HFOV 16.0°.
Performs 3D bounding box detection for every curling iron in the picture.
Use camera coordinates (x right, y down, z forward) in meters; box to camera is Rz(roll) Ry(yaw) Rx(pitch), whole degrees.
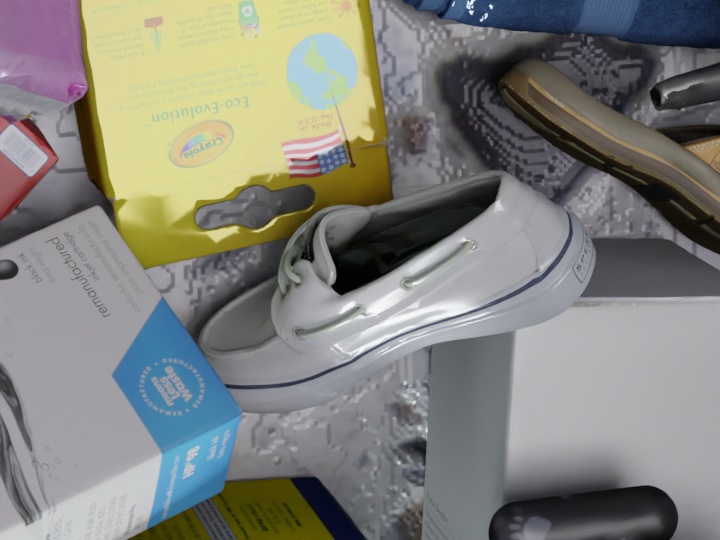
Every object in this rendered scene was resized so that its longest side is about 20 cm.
[{"bbox_3d":[0.214,-0.089,1.134,0.199,0.026,0.050,-11,132,-29],"label":"curling iron"}]

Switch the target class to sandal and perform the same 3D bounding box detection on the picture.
[{"bbox_3d":[0.153,-0.048,1.135,0.200,0.080,0.054,31,85,-15],"label":"sandal"}]

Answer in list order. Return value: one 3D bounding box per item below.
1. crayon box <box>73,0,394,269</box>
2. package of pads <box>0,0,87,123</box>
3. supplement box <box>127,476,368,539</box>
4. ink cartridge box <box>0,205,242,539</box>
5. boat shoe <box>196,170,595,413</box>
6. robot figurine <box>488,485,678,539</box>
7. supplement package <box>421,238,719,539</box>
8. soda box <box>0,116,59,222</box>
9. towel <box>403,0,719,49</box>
[{"bbox_3d":[-0.062,-0.110,1.070,0.126,0.051,0.201,-11,105,-13],"label":"crayon box"},{"bbox_3d":[-0.172,-0.157,0.966,0.120,0.076,0.201,3,77,-38],"label":"package of pads"},{"bbox_3d":[-0.101,0.162,1.092,0.199,0.110,0.109,-4,104,-14],"label":"supplement box"},{"bbox_3d":[-0.162,0.070,1.010,0.199,0.067,0.116,-26,66,-26],"label":"ink cartridge box"},{"bbox_3d":[0.000,0.000,1.059,0.199,0.074,0.067,-21,129,31],"label":"boat shoe"},{"bbox_3d":[0.096,0.181,1.023,0.199,0.125,0.151,-9,129,-11],"label":"robot figurine"},{"bbox_3d":[0.098,0.095,1.127,0.117,0.117,0.201,-1,104,-14],"label":"supplement package"},{"bbox_3d":[-0.215,-0.094,1.022,0.063,0.070,0.200,-46,110,0],"label":"soda box"},{"bbox_3d":[0.119,-0.155,1.112,0.199,0.049,0.112,4,102,-16],"label":"towel"}]
